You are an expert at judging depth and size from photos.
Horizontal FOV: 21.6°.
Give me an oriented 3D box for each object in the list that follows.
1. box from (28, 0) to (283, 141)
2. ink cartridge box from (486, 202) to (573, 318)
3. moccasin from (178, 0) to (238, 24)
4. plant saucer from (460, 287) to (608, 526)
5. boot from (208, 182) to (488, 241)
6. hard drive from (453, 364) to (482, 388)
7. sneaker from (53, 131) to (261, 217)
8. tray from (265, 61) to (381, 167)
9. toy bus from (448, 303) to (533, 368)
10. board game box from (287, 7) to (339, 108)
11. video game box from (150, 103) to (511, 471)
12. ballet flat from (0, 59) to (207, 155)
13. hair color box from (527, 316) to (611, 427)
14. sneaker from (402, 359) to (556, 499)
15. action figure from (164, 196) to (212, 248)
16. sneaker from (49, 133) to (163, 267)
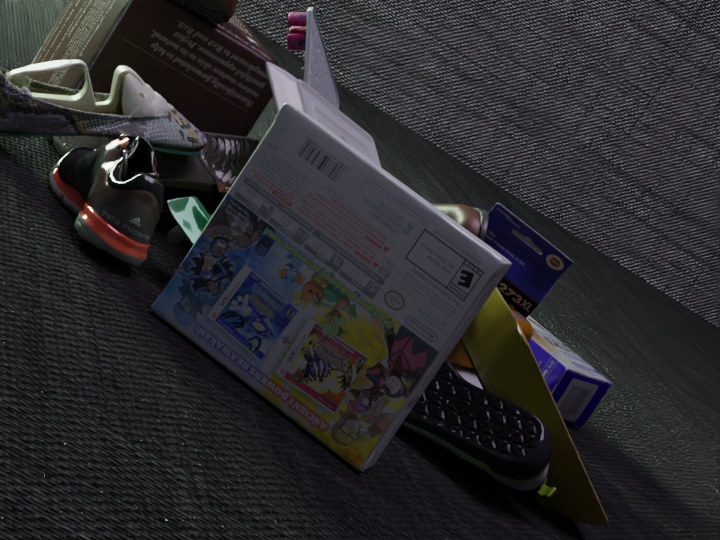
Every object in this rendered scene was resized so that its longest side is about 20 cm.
[{"bbox_3d":[-0.197,-0.184,1.768,0.165,0.165,0.200,30,11,-25],"label":"box"},{"bbox_3d":[0.125,0.019,1.860,0.095,0.200,0.037,38,52,1],"label":"ink cartridge box"},{"bbox_3d":[-0.128,-0.268,1.681,0.073,0.078,0.201,33,10,-6],"label":"moccasin"},{"bbox_3d":[0.133,0.107,1.611,0.200,0.048,0.201,-112,177,-70],"label":"plant saucer"},{"bbox_3d":[-0.010,-0.046,1.545,0.199,0.069,0.188,15,2,-22],"label":"boot"},{"bbox_3d":[0.075,0.086,1.789,0.131,0.027,0.200,30,10,-24],"label":"hard drive"},{"bbox_3d":[-0.173,-0.076,1.658,0.199,0.075,0.106,14,-33,1],"label":"sneaker"},{"bbox_3d":[-0.021,-0.108,1.651,0.200,0.022,0.108,32,40,-62],"label":"tray"},{"bbox_3d":[0.081,0.044,1.741,0.078,0.065,0.200,41,11,28],"label":"toy bus"},{"bbox_3d":[-0.047,-0.112,1.760,0.026,0.201,0.200,0,-20,7],"label":"board game box"},{"bbox_3d":[-0.022,0.012,1.353,0.200,0.183,0.047,37,6,13],"label":"video game box"},{"bbox_3d":[-0.218,-0.138,1.559,0.199,0.073,0.072,5,21,-21],"label":"ballet flat"},{"bbox_3d":[0.160,0.079,2.005,0.200,0.065,0.109,39,11,33],"label":"hair color box"},{"bbox_3d":[0.071,0.127,1.528,0.200,0.072,0.083,35,-26,28],"label":"sneaker"},{"bbox_3d":[-0.073,0.033,1.461,0.200,0.055,0.118,48,13,28],"label":"action figure"},{"bbox_3d":[-0.187,-0.069,1.486,0.077,0.082,0.200,29,9,-27],"label":"sneaker"}]
